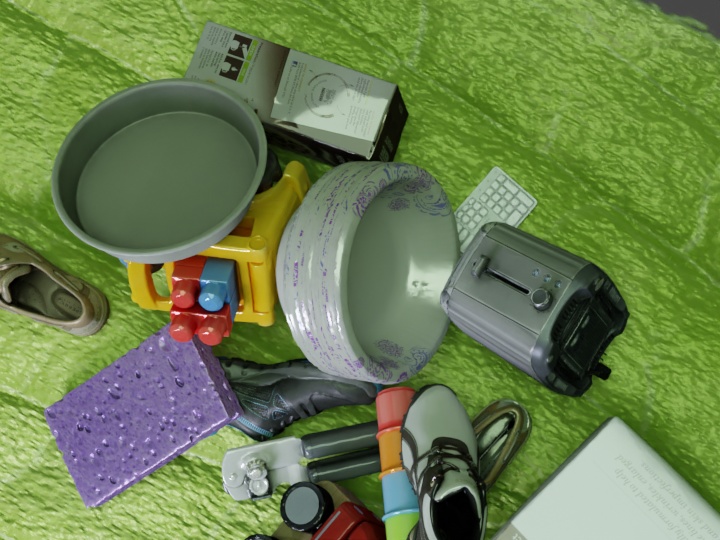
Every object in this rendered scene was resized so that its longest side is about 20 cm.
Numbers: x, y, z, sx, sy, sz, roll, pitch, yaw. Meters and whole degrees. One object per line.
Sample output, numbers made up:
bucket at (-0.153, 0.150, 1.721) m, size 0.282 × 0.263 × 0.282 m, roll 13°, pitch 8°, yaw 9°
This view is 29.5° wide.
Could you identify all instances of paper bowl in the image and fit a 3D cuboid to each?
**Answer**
paper bowl at (0.000, 0.000, 1.259) m, size 0.104 × 0.200 × 0.202 m, roll 4°, pitch 84°, yaw 35°

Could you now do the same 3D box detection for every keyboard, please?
keyboard at (0.089, -0.010, 1.347) m, size 0.056 × 0.011 × 0.200 m, roll 41°, pitch 91°, yaw 11°

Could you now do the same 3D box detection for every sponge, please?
sponge at (-0.216, 0.140, 1.338) m, size 0.200 × 0.030 × 0.112 m, roll -34°, pitch 78°, yaw 24°

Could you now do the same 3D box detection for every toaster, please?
toaster at (0.161, 0.035, 1.254) m, size 0.129 × 0.200 × 0.114 m, roll 31°, pitch 88°, yaw 28°

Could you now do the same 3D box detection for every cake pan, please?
cake pan at (-0.180, -0.088, 1.243) m, size 0.199 × 0.037 × 0.201 m, roll -4°, pitch 57°, yaw 7°

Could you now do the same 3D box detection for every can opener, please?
can opener at (-0.039, 0.177, 1.322) m, size 0.199 × 0.066 × 0.053 m, roll -11°, pitch 101°, yaw -1°

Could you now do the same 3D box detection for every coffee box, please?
coffee box at (-0.061, -0.162, 1.335) m, size 0.199 × 0.113 × 0.080 m, roll 20°, pitch 84°, yaw 11°

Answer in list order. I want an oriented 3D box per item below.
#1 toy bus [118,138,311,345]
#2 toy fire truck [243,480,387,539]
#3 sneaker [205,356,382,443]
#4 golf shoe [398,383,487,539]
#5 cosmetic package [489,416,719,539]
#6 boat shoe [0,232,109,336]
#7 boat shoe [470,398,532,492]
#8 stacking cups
toy bus at (-0.159, -0.016, 1.284) m, size 0.199 × 0.136 × 0.192 m, roll 8°, pitch 45°, yaw 11°
toy fire truck at (-0.029, 0.312, 1.241) m, size 0.176 × 0.129 × 0.200 m, roll -49°, pitch 62°, yaw 1°
sneaker at (-0.073, 0.126, 1.332) m, size 0.199 × 0.073 × 0.082 m, roll 0°, pitch 89°, yaw 19°
golf shoe at (0.082, 0.183, 1.191) m, size 0.077 × 0.095 × 0.201 m, roll 8°, pitch 59°, yaw -17°
cosmetic package at (0.224, 0.242, 1.201) m, size 0.165 × 0.200 × 0.165 m, roll 44°, pitch 91°, yaw 10°
boat shoe at (-0.351, 0.005, 1.386) m, size 0.199 × 0.065 × 0.072 m, roll 21°, pitch 87°, yaw 10°
boat shoe at (0.086, 0.203, 1.289) m, size 0.072 × 0.076 × 0.200 m, roll 34°, pitch 90°, yaw 9°
stacking cups at (0.048, 0.207, 1.251) m, size 0.060 × 0.061 × 0.201 m, roll -7°, pitch 66°, yaw 8°
